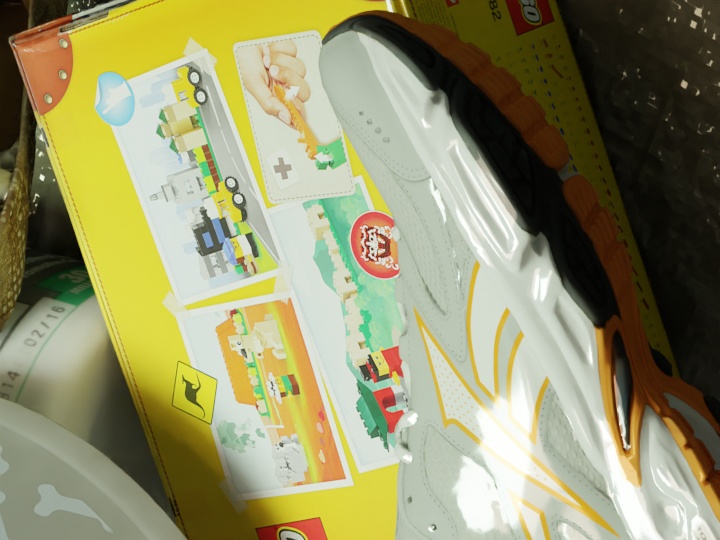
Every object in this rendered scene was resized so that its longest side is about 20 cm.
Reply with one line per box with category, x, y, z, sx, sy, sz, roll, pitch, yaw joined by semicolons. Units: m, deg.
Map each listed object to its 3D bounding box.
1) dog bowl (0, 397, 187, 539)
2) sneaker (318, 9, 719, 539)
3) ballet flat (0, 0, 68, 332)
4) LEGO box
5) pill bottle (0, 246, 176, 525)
dog bowl;-0.120;0.137;0.835;0.200;0.059;0.201;17;121;31
sneaker;0.032;0.030;0.717;0.092;0.076;0.200;-32;88;20
ballet flat;-0.124;-0.072;0.848;0.065;0.070;0.201;103;165;-69
LEGO box;0.000;0.000;0.821;0.149;0.077;0.201;-13;98;39
pill bottle;-0.149;0.041;0.924;0.200;0.113;0.113;13;113;32
